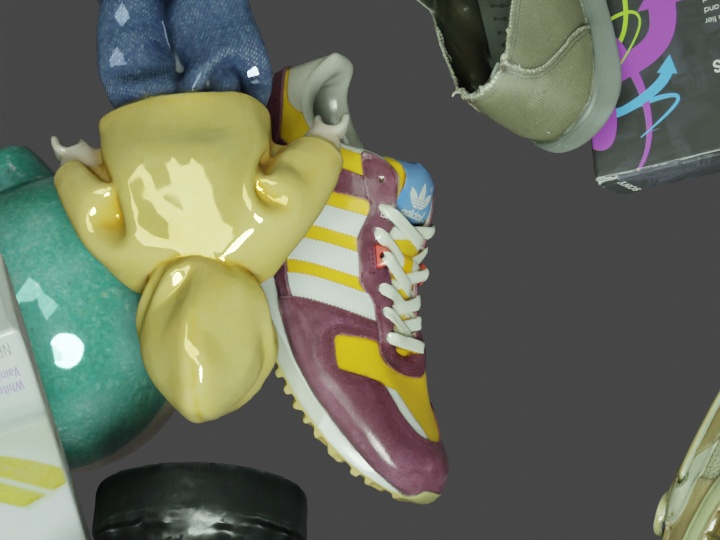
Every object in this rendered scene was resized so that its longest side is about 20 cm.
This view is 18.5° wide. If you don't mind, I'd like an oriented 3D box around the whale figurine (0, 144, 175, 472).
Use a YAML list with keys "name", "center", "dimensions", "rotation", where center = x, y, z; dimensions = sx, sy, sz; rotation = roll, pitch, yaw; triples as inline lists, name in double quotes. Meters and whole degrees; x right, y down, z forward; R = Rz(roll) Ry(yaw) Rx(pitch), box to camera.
- name: "whale figurine"
  center: [-0.171, 0.017, 0.966]
  dimensions: [0.199, 0.104, 0.160]
  rotation: [6, 80, 19]

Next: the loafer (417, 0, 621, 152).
- name: "loafer"
  center: [0.054, -0.147, 0.939]
  dimensions: [0.075, 0.070, 0.200]
  rotation: [-39, 57, 39]

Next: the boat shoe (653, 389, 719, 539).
- name: "boat shoe"
  center: [0.165, 0.071, 0.886]
  dimensions: [0.073, 0.063, 0.201]
  rotation: [24, 88, -26]

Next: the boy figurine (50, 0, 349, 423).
- name: "boy figurine"
  center: [-0.063, -0.036, 0.903]
  dimensions: [0.124, 0.064, 0.201]
  rotation: [-10, 72, 2]

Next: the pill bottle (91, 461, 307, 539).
- name: "pill bottle"
  center: [-0.065, 0.181, 0.843]
  dimensions: [0.112, 0.112, 0.201]
  rotation: [-5, 67, 15]

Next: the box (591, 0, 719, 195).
- name: "box"
  center: [0.157, -0.143, 0.931]
  dimensions: [0.143, 0.036, 0.201]
  rotation: [-12, 73, 28]

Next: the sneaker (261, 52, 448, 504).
- name: "sneaker"
  center: [0.000, 0.000, 0.937]
  dimensions: [0.090, 0.075, 0.200]
  rotation: [-33, 72, 12]

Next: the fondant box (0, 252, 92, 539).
- name: "fondant box"
  center: [-0.186, 0.102, 0.884]
  dimensions: [0.144, 0.200, 0.058]
  rotation: [-17, 40, -8]
